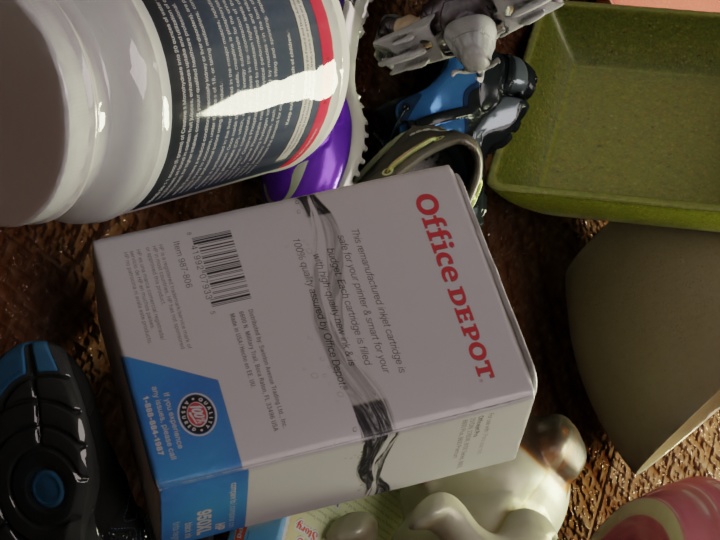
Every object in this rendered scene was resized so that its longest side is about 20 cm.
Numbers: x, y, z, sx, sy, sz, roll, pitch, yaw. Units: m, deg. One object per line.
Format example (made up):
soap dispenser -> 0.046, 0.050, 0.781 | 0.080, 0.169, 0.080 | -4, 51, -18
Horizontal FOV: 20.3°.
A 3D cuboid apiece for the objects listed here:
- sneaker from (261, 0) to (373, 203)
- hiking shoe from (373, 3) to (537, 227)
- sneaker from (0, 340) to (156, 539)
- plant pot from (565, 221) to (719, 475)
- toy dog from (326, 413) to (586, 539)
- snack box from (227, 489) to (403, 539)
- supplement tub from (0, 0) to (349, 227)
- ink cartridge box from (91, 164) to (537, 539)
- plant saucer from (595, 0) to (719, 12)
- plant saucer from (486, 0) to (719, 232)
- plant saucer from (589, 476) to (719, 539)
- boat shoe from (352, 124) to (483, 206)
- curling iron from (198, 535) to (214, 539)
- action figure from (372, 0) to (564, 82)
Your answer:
sneaker -> -0.050, -0.123, 1.162 | 0.099, 0.069, 0.201 | 20, 65, -38
hiking shoe -> 0.036, -0.064, 1.252 | 0.086, 0.074, 0.201 | 30, 61, -15
sneaker -> -0.145, 0.131, 1.035 | 0.082, 0.073, 0.201 | -27, 110, -64
plant pot -> 0.215, 0.021, 1.353 | 0.135, 0.200, 0.200 | 48, 45, 12
toy dog -> 0.076, 0.169, 1.108 | 0.193, 0.139, 0.201 | 15, 61, -32
snack box -> -0.004, 0.145, 1.155 | 0.200, 0.037, 0.117 | 43, 54, -53
supplement tub -> -0.115, -0.103, 1.033 | 0.199, 0.140, 0.141 | -19, 99, -46
ink cartridge box -> -0.026, 0.043, 1.044 | 0.199, 0.084, 0.145 | -12, 62, -12
plant saucer -> 0.254, -0.175, 1.507 | 0.200, 0.037, 0.200 | -48, 119, -38
plant saucer -> 0.199, -0.094, 1.325 | 0.048, 0.199, 0.200 | 82, 20, -43
plant saucer -> 0.182, 0.223, 1.273 | 0.051, 0.200, 0.202 | 21, 68, -19
boat shoe -> -0.002, -0.002, 1.155 | 0.072, 0.060, 0.202 | 41, 77, -15
curling iron -> -0.082, 0.111, 1.092 | 0.026, 0.049, 0.201 | 33, 56, -41
action figure -> 0.067, -0.175, 1.220 | 0.201, 0.129, 0.070 | -92, 167, -49
